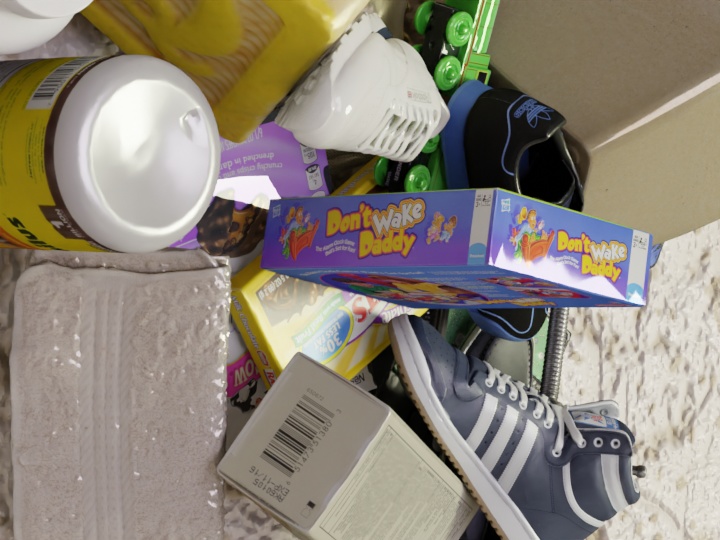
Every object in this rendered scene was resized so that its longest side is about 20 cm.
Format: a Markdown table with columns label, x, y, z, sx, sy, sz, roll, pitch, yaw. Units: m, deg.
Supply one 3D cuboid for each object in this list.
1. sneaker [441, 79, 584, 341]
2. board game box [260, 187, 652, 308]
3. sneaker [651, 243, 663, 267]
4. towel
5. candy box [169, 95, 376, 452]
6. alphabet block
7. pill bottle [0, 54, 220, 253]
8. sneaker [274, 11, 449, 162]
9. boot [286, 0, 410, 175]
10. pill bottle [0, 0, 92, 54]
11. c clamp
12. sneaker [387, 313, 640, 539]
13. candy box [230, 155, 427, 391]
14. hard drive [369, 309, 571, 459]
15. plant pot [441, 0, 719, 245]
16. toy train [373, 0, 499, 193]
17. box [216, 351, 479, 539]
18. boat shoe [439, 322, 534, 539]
| label | x | y | z | sx | sy | sz | roll | pitch | yaw |
| --- | --- | --- | --- | --- | --- | --- | --- | --- | --- |
| sneaker | 0.104 | -0.027 | 1.649 | 0.070 | 0.078 | 0.201 | -43 | 137 | -31 |
| board game box | 0.056 | -0.011 | 1.552 | 0.134 | 0.199 | 0.045 | 15 | 80 | -41 |
| sneaker | 0.182 | -0.023 | 1.860 | 0.200 | 0.075 | 0.079 | -35 | 123 | -42 |
| towel | -0.143 | 0.081 | 1.558 | 0.132 | 0.034 | 0.201 | 1 | 104 | 2 |
| candy box | -0.089 | 0.007 | 1.640 | 0.167 | 0.071 | 0.201 | -23 | 107 | -38 |
| alphabet block | -0.061 | -0.231 | 1.540 | 0.196 | 0.195 | 0.200 | 40 | 62 | -3 |
| pill bottle | -0.178 | -0.066 | 1.477 | 0.109 | 0.199 | 0.110 | -2 | 93 | -40 |
| sneaker | 0.008 | -0.099 | 1.512 | 0.081 | 0.076 | 0.200 | 46 | 18 | -1 |
| boot | 0.018 | -0.161 | 1.723 | 0.200 | 0.073 | 0.156 | -30 | 110 | -34 |
| pill bottle | -0.225 | -0.174 | 1.431 | 0.112 | 0.200 | 0.113 | -2 | 93 | -40 |
| c clamp | 0.109 | 0.039 | 1.746 | 0.170 | 0.027 | 0.201 | 5 | 69 | -4 |
| sneaker | 0.104 | 0.091 | 1.658 | 0.108 | 0.070 | 0.200 | -30 | 110 | 9 |
| candy box | 0.000 | 0.000 | 1.655 | 0.200 | 0.026 | 0.103 | -42 | 120 | -35 |
| hard drive | 0.056 | 0.091 | 1.791 | 0.140 | 0.038 | 0.201 | 40 | 68 | -35 |
| plant pot | 0.158 | -0.123 | 1.731 | 0.177 | 0.200 | 0.200 | -34 | 155 | -25 |
| toy train | 0.058 | -0.135 | 1.632 | 0.056 | 0.042 | 0.201 | 5 | 104 | -47 |
| box | -0.003 | 0.136 | 1.618 | 0.095 | 0.078 | 0.200 | -55 | 153 | -9 |
| boat shoe | 0.088 | 0.124 | 1.757 | 0.074 | 0.062 | 0.201 | 24 | 75 | -36 |
